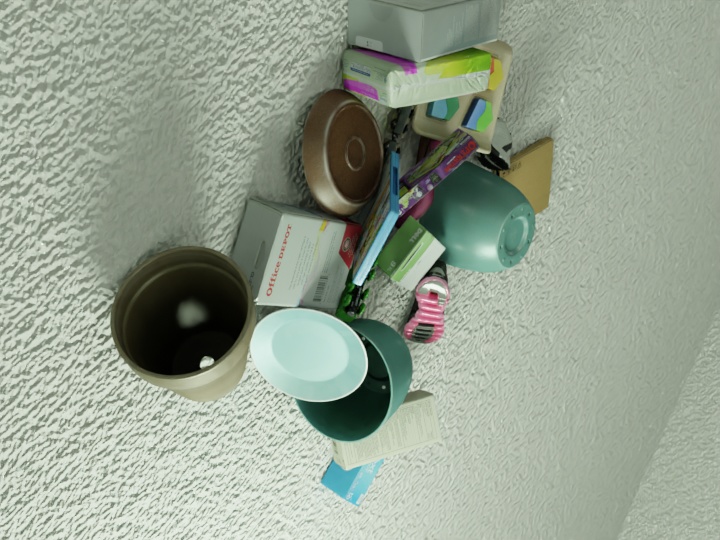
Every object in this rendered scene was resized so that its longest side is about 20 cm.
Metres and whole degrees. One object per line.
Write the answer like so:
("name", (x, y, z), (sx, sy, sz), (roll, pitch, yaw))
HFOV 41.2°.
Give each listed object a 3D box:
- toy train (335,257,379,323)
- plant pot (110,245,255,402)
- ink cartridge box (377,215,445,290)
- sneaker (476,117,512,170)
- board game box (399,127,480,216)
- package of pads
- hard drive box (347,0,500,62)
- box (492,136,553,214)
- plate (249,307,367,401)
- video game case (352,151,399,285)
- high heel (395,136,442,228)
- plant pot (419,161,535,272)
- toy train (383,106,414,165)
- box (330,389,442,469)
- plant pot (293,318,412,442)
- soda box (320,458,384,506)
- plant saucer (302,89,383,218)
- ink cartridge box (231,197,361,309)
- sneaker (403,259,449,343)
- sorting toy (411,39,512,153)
("toy train", (0.000, 0.000, 1.623), (0.041, 0.056, 0.202), (30, 51, -18))
("plant pot", (-0.232, 0.098, 1.352), (0.200, 0.198, 0.175), (-48, 155, -21))
("ink cartridge box", (0.083, -0.031, 1.682), (0.104, 0.059, 0.200), (-51, 165, 3))
("sneaker", (0.235, -0.267, 1.822), (0.200, 0.073, 0.081), (40, 61, -56))
("board game box", (0.108, -0.160, 1.619), (0.199, 0.120, 0.032), (-41, 109, 6))
("package of pads", (0.084, -0.313, 1.504), (0.197, 0.154, 0.069), (-15, 118, -28))
("hard drive box", (0.100, -0.396, 1.500), (0.198, 0.155, 0.078), (-24, 127, -41))
("box", (0.341, -0.174, 2.028), (0.199, 0.021, 0.166), (-31, 131, -39))
("plate", (-0.083, 0.133, 1.560), (0.026, 0.196, 0.203), (-75, 161, -51))
("video game case", (0.026, -0.087, 1.546), (0.201, 0.018, 0.144), (-86, -159, -57))
("high heel", (0.099, -0.177, 1.710), (0.096, 0.067, 0.202), (39, 75, -36))
("plant pot", (0.234, -0.088, 1.824), (0.199, 0.160, 0.204), (-26, 128, -39))
("toy train", (0.066, -0.254, 1.629), (0.034, 0.046, 0.203), (19, 92, -15))
("box", (0.044, 0.293, 1.786), (0.196, 0.078, 0.097), (-12, 94, -18))
("plant pot", (0.001, 0.174, 1.665), (0.160, 0.198, 0.204), (-20, 126, -60))
("soda box", (0.008, 0.347, 1.863), (0.202, 0.067, 0.064), (-59, 143, -9))
("plant saucer", (-0.018, -0.185, 1.520), (0.199, 0.034, 0.205), (-2, 92, -55))
("ink cartridge box", (-0.104, -0.025, 1.509), (0.198, 0.082, 0.148), (7, 104, -52))
("sneaker", (0.132, 0.059, 1.847), (0.202, 0.077, 0.096), (105, -5, -47))
("sorting toy", (0.184, -0.321, 1.681), (0.183, 0.036, 0.204), (9, 93, -34))
